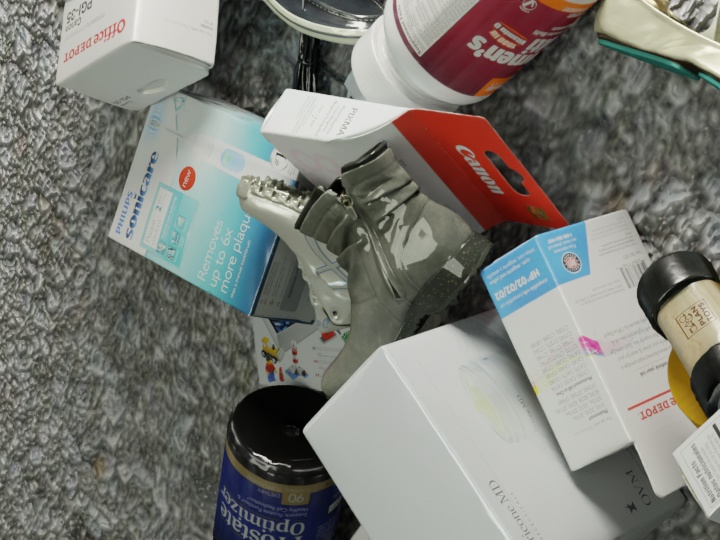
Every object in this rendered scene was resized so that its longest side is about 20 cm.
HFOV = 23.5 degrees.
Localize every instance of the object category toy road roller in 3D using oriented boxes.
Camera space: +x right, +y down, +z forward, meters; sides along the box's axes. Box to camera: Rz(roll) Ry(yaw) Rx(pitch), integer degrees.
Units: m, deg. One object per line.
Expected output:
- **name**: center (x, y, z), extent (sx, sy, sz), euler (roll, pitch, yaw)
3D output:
- **toy road roller**: center (0.293, 0.033, 1.143), extent (0.199, 0.146, 0.123), euler (-37, 41, 11)

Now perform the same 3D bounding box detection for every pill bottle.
- **pill bottle**: center (-0.072, 0.209, 1.528), extent (0.112, 0.111, 0.201), euler (37, 135, 31)
- **pill bottle**: center (0.086, -0.193, 1.281), extent (0.200, 0.109, 0.110), euler (-40, 73, 42)

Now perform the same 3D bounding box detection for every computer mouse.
- **computer mouse**: center (0.009, -0.133, 1.416), extent (0.199, 0.044, 0.111), euler (32, 121, 34)

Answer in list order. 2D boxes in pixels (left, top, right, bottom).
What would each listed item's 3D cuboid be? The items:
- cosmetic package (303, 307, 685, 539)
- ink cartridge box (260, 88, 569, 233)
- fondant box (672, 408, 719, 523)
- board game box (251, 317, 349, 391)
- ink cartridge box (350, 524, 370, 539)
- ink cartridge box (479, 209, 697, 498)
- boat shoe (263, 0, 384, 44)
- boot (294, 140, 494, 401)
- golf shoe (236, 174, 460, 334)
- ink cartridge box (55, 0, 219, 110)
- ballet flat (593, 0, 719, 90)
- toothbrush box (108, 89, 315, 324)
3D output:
- **cosmetic package**: center (0.101, 0.146, 1.293), extent (0.200, 0.199, 0.123), euler (56, 132, 17)
- **ink cartridge box**: center (0.042, -0.068, 1.328), extent (0.199, 0.163, 0.057), euler (19, 72, 42)
- **fondant box**: center (0.313, 0.088, 1.074), extent (0.200, 0.144, 0.059), euler (-47, 42, 23)
- **board game box**: center (-0.017, 0.041, 1.493), extent (0.199, 0.034, 0.128), euler (2, 101, 43)
- **ink cartridge box**: center (0.049, 0.319, 1.497), extent (0.200, 0.044, 0.177), euler (51, 130, 22)
- **ink cartridge box**: center (0.182, 0.067, 1.253), extent (0.068, 0.115, 0.202), euler (-33, 77, 44)
- **boat shoe**: center (-0.044, -0.244, 1.418), extent (0.200, 0.074, 0.063), euler (42, 133, 34)
- **boot**: center (0.000, 0.000, 1.309), extent (0.130, 0.068, 0.200), euler (41, 123, 0)
- **golf shoe**: center (-0.022, 0.001, 1.365), extent (0.199, 0.078, 0.098), euler (30, 98, -8)
- **ink cartridge box**: center (-0.185, -0.256, 1.480), extent (0.146, 0.082, 0.202), euler (-17, 65, 52)
- **ballet flat**: center (0.244, -0.151, 1.178), extent (0.199, 0.069, 0.070), euler (33, 122, 34)
- **toothbrush box**: center (-0.108, -0.059, 1.487), extent (0.199, 0.085, 0.148), euler (28, 101, 41)
